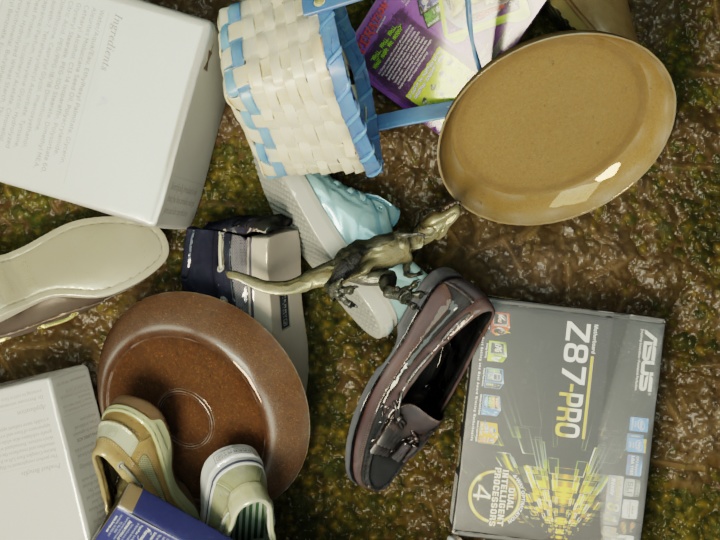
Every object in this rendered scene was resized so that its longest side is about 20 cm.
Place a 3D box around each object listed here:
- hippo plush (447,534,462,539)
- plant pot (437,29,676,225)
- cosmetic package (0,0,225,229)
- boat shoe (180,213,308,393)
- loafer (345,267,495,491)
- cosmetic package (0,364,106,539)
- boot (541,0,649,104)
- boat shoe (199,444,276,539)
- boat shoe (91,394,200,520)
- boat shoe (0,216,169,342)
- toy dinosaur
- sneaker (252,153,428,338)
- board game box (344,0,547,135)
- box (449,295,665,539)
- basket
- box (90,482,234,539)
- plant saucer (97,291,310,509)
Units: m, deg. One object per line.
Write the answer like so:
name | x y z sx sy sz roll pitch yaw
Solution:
hippo plush | 0.047 0.315 1.218 0.159 0.200 0.161 -13 96 -21
plant pot | 0.156 -0.118 1.197 0.198 0.201 0.028 -16 48 2
cosmetic package | -0.221 -0.139 1.199 0.198 0.165 0.167 17 92 3
boat shoe | -0.100 0.049 1.254 0.092 0.074 0.202 7 101 29
loafer | 0.048 0.099 1.223 0.063 0.072 0.202 32 104 39
cosmetic package | -0.261 0.189 1.245 0.101 0.074 0.202 -13 92 19
boot | 0.245 -0.263 1.228 0.200 0.066 0.175 -41 90 1
boat shoe | -0.100 0.230 1.203 0.071 0.062 0.201 -11 132 -12
boat shoe | -0.182 0.195 1.204 0.071 0.076 0.201 6 132 25
boat shoe | -0.258 0.011 1.253 0.198 0.060 0.072 -20 71 -14
toy dinosaur | 0.000 0.000 1.170 0.198 0.088 0.048 -17 121 -14
sneaker | -0.014 -0.043 1.249 0.082 0.074 0.201 -34 88 -22
board game box | 0.081 -0.220 1.217 0.120 0.032 0.201 35 115 -1
box | 0.164 0.129 1.247 0.159 0.049 0.202 7 91 -1
basket | -0.004 -0.162 1.154 0.198 0.177 0.140 -9 58 6
box | -0.122 0.255 1.162 0.199 0.033 0.121 32 128 -7
plant saucer | -0.138 0.117 1.223 0.198 0.034 0.202 9 114 20
